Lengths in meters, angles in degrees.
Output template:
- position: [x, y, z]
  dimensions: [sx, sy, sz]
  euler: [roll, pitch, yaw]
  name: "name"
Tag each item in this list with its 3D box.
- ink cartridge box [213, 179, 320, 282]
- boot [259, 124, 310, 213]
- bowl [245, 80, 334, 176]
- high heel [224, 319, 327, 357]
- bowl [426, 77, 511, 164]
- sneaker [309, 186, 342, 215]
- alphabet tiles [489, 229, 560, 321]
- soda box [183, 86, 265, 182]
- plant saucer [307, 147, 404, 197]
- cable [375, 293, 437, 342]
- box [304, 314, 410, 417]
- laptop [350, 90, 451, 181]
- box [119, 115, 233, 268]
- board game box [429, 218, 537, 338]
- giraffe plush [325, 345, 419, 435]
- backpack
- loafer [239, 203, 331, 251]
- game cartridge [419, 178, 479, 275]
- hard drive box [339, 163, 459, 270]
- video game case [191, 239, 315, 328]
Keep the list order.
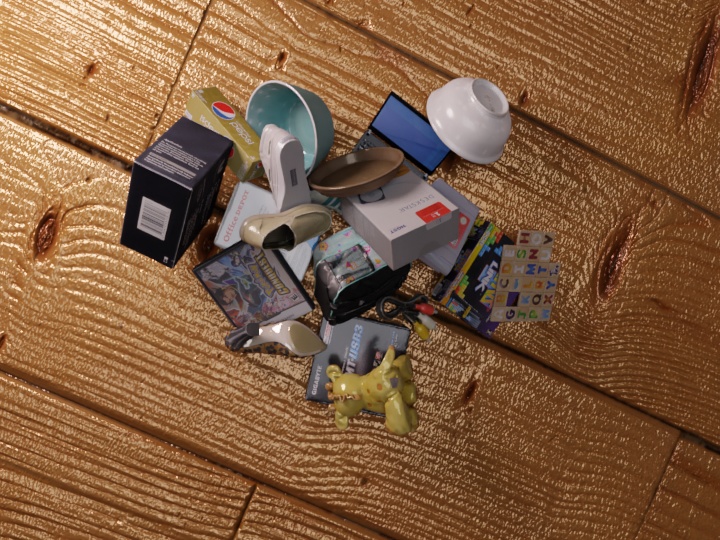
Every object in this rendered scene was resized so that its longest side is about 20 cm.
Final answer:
- position: [-0.188, -0.082, 1.244]
  dimensions: [0.197, 0.085, 0.147]
  euler: [24, 90, -7]
  name: "ink cartridge box"
- position: [-0.151, -0.185, 1.161]
  dimensions: [0.073, 0.096, 0.203]
  euler: [-19, 132, -28]
  name: "boot"
- position: [-0.130, -0.287, 1.205]
  dimensions: [0.105, 0.199, 0.203]
  euler: [-29, 96, -45]
  name: "bowl"
- position: [-0.181, 0.152, 1.246]
  dimensions: [0.198, 0.142, 0.073]
  euler: [17, 64, -30]
  name: "high heel"
- position: [0.241, -0.328, 1.220]
  dimensions: [0.198, 0.090, 0.204]
  euler: [15, 55, -22]
  name: "bowl"
- position: [-0.049, -0.144, 1.262]
  dimensions: [0.196, 0.071, 0.095]
  euler: [-8, 112, 3]
  name: "sneaker"
- position: [0.367, 0.014, 1.288]
  dimensions: [0.164, 0.008, 0.204]
  euler: [2, 104, -25]
  name: "alphabet tiles"
- position: [-0.268, -0.278, 1.204]
  dimensions: [0.201, 0.067, 0.064]
  euler: [50, 131, 8]
  name: "soda box"
- position: [-0.007, -0.193, 1.171]
  dimensions: [0.197, 0.201, 0.030]
  euler: [-19, 118, -4]
  name: "plant saucer"
- position: [0.107, 0.081, 1.248]
  dimensions: [0.050, 0.199, 0.099]
  euler: [3, 72, 36]
  name: "cable"
- position: [-0.006, 0.201, 1.292]
  dimensions: [0.195, 0.050, 0.204]
  euler: [14, 90, -7]
  name: "box"
- position: [0.072, -0.233, 1.253]
  dimensions: [0.176, 0.103, 0.201]
  euler: [36, 89, -5]
  name: "laptop"
- position: [-0.350, -0.151, 1.132]
  dimensions: [0.116, 0.201, 0.198]
  euler: [25, 128, -5]
  name: "box"
- position: [0.267, 0.019, 1.280]
  dimensions: [0.164, 0.057, 0.202]
  euler: [33, 89, -25]
  name: "board game box"
- position: [0.017, 0.252, 1.202]
  dimensions: [0.160, 0.200, 0.175]
  euler: [-12, 61, 18]
  name: "giraffe plush"
- position: [0.000, 0.000, 1.221]
  dimensions: [0.197, 0.177, 0.155]
  euler: [-20, 63, -15]
  name: "backpack"
- position: [-0.133, -0.075, 1.140]
  dimensions: [0.198, 0.068, 0.077]
  euler: [-16, 137, -32]
  name: "loafer"
- position: [0.167, -0.101, 1.252]
  dimensions: [0.132, 0.041, 0.201]
  euler: [33, 56, -3]
  name: "game cartridge"
- position: [0.072, -0.111, 1.148]
  dimensions: [0.154, 0.200, 0.078]
  euler: [-26, 136, -19]
  name: "hard drive box"
- position: [-0.218, 0.037, 1.218]
  dimensions: [0.179, 0.026, 0.201]
  euler: [-26, 112, 18]
  name: "video game case"
